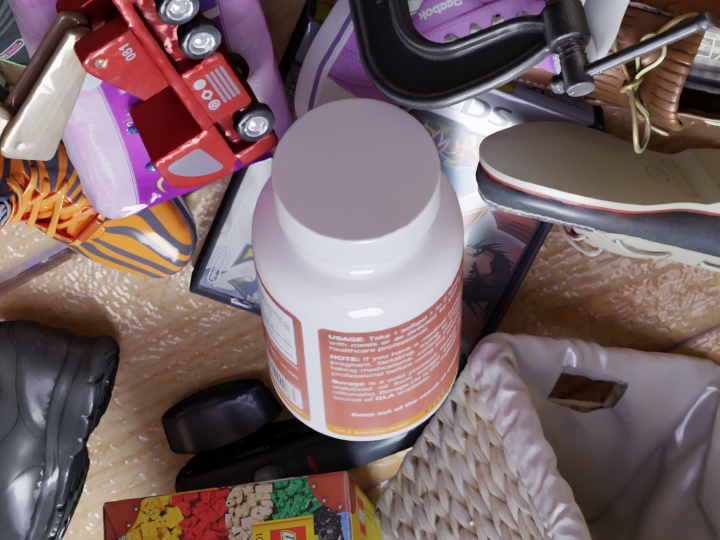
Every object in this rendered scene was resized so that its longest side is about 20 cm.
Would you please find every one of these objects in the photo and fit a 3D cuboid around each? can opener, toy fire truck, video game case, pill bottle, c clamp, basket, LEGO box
[{"bbox_3d":[-0.028,0.103,1.262,0.198,0.064,0.079,-13,124,23],"label":"can opener"},{"bbox_3d":[-0.136,-0.095,0.982,0.140,0.049,0.200,-30,140,3],"label":"toy fire truck"},{"bbox_3d":[0.018,-0.039,1.197,0.179,0.026,0.201,19,123,-11],"label":"video game case"},{"bbox_3d":[0.000,0.000,1.102,0.111,0.113,0.201,1,150,2],"label":"pill bottle"},{"bbox_3d":[0.067,-0.164,1.027,0.170,0.202,0.027,-26,156,20],"label":"c clamp"},{"bbox_3d":[0.138,0.163,1.200,0.197,0.201,0.161,8,135,-36],"label":"basket"},{"bbox_3d":[-0.057,0.189,1.264,0.147,0.078,0.200,-8,160,8],"label":"LEGO box"}]

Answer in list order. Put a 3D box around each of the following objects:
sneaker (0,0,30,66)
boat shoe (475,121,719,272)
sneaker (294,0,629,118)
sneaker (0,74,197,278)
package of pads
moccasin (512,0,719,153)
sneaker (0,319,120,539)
[{"bbox_3d":[-0.190,-0.190,1.071,0.083,0.077,0.202,-1,124,-2],"label":"sneaker"},{"bbox_3d":[0.147,-0.035,1.150,0.198,0.072,0.063,5,131,-27],"label":"boat shoe"},{"bbox_3d":[0.057,-0.118,1.062,0.201,0.115,0.072,-46,147,16],"label":"sneaker"},{"bbox_3d":[-0.183,-0.034,1.155,0.199,0.112,0.078,31,121,-18],"label":"sneaker"},{"bbox_3d":[-0.112,-0.127,1.058,0.120,0.076,0.201,-23,138,-7],"label":"package of pads"},{"bbox_3d":[0.166,-0.108,1.112,0.199,0.078,0.074,12,124,-6],"label":"moccasin"},{"bbox_3d":[-0.211,0.112,1.292,0.090,0.076,0.201,19,117,0],"label":"sneaker"}]
